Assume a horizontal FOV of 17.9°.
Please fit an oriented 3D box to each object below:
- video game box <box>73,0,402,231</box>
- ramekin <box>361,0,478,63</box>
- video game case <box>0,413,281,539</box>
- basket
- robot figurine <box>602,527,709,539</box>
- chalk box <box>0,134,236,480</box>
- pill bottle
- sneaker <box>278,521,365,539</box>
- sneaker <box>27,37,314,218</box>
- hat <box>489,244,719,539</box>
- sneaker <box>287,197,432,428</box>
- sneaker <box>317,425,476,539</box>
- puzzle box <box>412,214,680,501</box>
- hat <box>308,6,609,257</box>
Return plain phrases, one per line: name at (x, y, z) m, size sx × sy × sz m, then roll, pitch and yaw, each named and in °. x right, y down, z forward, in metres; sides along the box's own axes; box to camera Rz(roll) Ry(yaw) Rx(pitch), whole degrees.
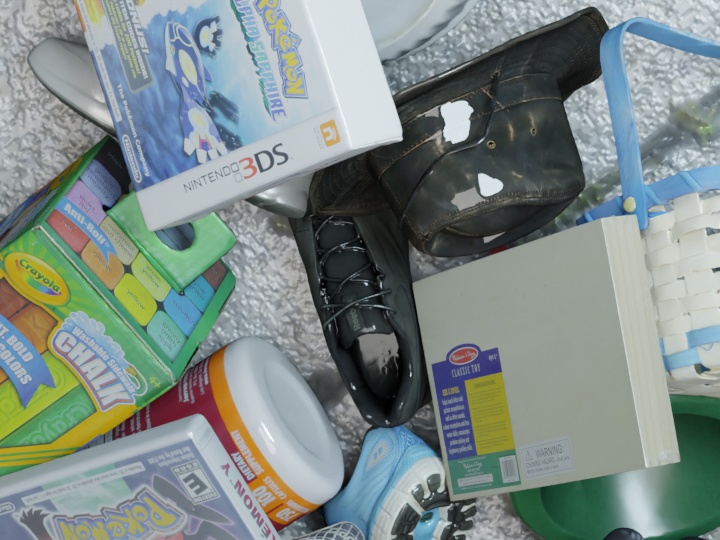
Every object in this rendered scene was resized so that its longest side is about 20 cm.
video game box at (-0.078, -0.138, 1.213) m, size 0.181 × 0.047 × 0.202 m, roll -19°, pitch 89°, yaw 45°
ramekin at (-0.015, -0.206, 1.287) m, size 0.198 × 0.105 × 0.202 m, roll 2°, pitch 106°, yaw 6°
video game case at (-0.125, 0.183, 1.321) m, size 0.199 × 0.023 × 0.183 m, roll -19°, pitch 112°, yaw 31°
basket at (0.208, -0.032, 1.256) m, size 0.139 × 0.175 × 0.202 m, roll -27°, pitch 66°, yaw 48°
robot figurine at (0.163, 0.239, 1.339) m, size 0.150 × 0.200 × 0.125 m, roll 49°, pitch 148°, yaw 7°
chalk box at (-0.163, 0.018, 1.333) m, size 0.199 × 0.124 × 0.125 m, roll -35°, pitch 104°, yaw 29°
pill bottle at (-0.118, 0.136, 1.394) m, size 0.199 × 0.113 × 0.113 m, roll -33°, pitch 100°, yaw 15°
sneaker at (-0.066, 0.207, 1.406) m, size 0.076 × 0.081 × 0.199 m, roll 45°, pitch 146°, yaw -16°
sneaker at (-0.103, -0.101, 1.341) m, size 0.199 × 0.070 × 0.081 m, roll 24°, pitch 87°, yaw 18°
hat at (0.154, 0.048, 1.385) m, size 0.164 × 0.177 × 0.201 m, roll -14°, pitch 143°, yaw 5°
sneaker at (0.000, 0.000, 1.352) m, size 0.075 × 0.091 × 0.201 m, roll -19°, pitch 102°, yaw 14°
sneaker at (0.012, 0.177, 1.419) m, size 0.078 × 0.090 × 0.201 m, roll -3°, pitch 128°, yaw -33°
puzzle box at (0.098, 0.053, 1.265) m, size 0.025 × 0.200 × 0.134 m, roll -7°, pitch 84°, yaw -30°
hat at (0.072, -0.058, 1.262) m, size 0.200 × 0.200 × 0.081 m, roll -36°, pitch 74°, yaw 15°
